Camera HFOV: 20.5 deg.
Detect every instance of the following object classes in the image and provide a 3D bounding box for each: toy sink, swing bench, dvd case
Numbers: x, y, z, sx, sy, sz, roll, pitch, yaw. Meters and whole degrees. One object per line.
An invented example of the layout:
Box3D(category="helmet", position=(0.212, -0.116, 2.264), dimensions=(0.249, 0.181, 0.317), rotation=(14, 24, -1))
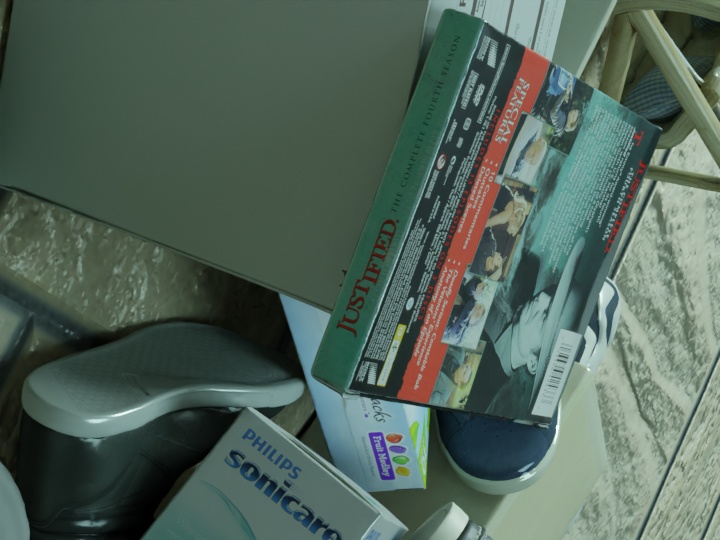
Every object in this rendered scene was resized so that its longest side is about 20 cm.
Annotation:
Box3D(category="toy sink", position=(0.038, 0.139, 1.165), dimensions=(0.200, 0.130, 0.112), rotation=(-54, 149, -28))
Box3D(category="swing bench", position=(0.216, -0.175, 1.256), dimensions=(0.199, 0.130, 0.200), rotation=(-60, 148, -30))
Box3D(category="dvd case", position=(0.057, -0.012, 0.803), dimensions=(0.200, 0.022, 0.146), rotation=(15, 96, -61))

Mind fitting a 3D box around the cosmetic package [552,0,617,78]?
Box3D(category="cosmetic package", position=(0.097, -0.157, 1.094), dimensions=(0.200, 0.087, 0.103), rotation=(-64, 179, -13))

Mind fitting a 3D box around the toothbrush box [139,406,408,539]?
Box3D(category="toothbrush box", position=(-0.074, 0.173, 0.958), dimensions=(0.200, 0.085, 0.146), rotation=(-52, 169, -5))

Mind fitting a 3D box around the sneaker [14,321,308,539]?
Box3D(category="sneaker", position=(-0.102, 0.087, 0.968), dimensions=(0.200, 0.071, 0.099), rotation=(-12, 126, -58))

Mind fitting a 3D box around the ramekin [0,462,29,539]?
Box3D(category="ramekin", position=(-0.225, 0.129, 0.728), dimensions=(0.202, 0.094, 0.202), rotation=(-41, 147, -34))

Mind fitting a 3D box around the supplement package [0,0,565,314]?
Box3D(category="supplement package", position=(-0.036, -0.086, 0.825), dimensions=(0.111, 0.200, 0.156), rotation=(-13, 119, -57))

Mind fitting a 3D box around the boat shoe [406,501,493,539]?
Box3D(category="boat shoe", position=(0.007, 0.208, 1.025), dimensions=(0.200, 0.063, 0.073), rotation=(-51, -178, 21))

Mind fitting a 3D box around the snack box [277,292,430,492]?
Box3D(category="snack box", position=(0.000, 0.000, 1.036), dimensions=(0.200, 0.053, 0.142), rotation=(76, 16, -46))

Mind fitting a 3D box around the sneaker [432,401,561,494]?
Box3D(category="sneaker", position=(0.075, 0.026, 1.116), dimensions=(0.085, 0.075, 0.200), rotation=(80, 9, -53))

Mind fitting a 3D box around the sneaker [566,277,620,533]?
Box3D(category="sneaker", position=(0.105, 0.095, 1.297), dimensions=(0.130, 0.079, 0.199), rotation=(-3, 114, -60))
